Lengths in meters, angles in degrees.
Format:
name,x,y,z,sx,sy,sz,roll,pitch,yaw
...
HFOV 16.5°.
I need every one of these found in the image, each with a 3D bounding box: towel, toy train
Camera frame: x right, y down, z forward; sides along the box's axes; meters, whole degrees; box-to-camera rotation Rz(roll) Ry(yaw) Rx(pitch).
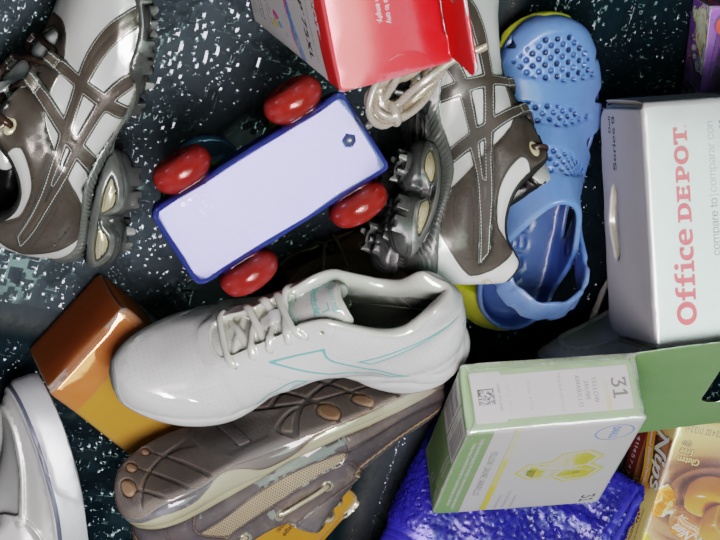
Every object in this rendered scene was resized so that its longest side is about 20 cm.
name,x,y,z,sx,sy,sz,roll,pitch,yaw
towel,0.079,0.183,1.500,0.148,0.050,0.200,31,73,-15
toy train,-0.021,-0.075,1.371,0.200,0.116,0.085,-32,106,1

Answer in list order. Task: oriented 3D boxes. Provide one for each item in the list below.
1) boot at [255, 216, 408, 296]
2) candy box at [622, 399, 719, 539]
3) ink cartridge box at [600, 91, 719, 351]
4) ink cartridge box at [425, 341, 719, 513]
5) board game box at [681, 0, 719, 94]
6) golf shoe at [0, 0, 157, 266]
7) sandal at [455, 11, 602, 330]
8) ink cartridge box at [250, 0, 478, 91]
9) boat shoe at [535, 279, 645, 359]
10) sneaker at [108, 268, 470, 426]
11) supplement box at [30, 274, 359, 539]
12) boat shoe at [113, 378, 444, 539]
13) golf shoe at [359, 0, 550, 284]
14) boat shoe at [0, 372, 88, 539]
name,x,y,z,sx,sy,sz,roll,pitch,yaw
boot,0.000,0.000,1.447,0.075,0.074,0.200,33,98,-17
candy box,0.263,0.153,1.597,0.200,0.055,0.116,11,104,-23
ink cartridge box,0.248,-0.034,1.445,0.200,0.088,0.145,-4,94,-10
ink cartridge box,0.145,0.089,1.430,0.200,0.146,0.048,-3,67,-8
board game box,0.291,-0.107,1.531,0.200,0.032,0.120,-1,113,-20
golf shoe,-0.164,-0.098,1.339,0.094,0.078,0.200,1,107,-20
sandal,0.108,-0.051,1.455,0.079,0.087,0.200,-1,107,-18
ink cartridge box,-0.009,-0.169,1.307,0.067,0.200,0.116,-17,113,-13
boat shoe,0.195,0.012,1.514,0.202,0.075,0.086,-15,113,-17
sneaker,-0.039,0.032,1.352,0.200,0.070,0.080,-10,153,-5
supplement box,-0.095,0.092,1.445,0.067,0.069,0.200,-47,115,2
boat shoe,-0.043,0.108,1.402,0.200,0.074,0.073,-23,124,-16
golf shoe,0.064,-0.083,1.402,0.094,0.078,0.200,17,74,-13
boat shoe,-0.196,0.156,1.433,0.066,0.072,0.200,-13,121,-20
